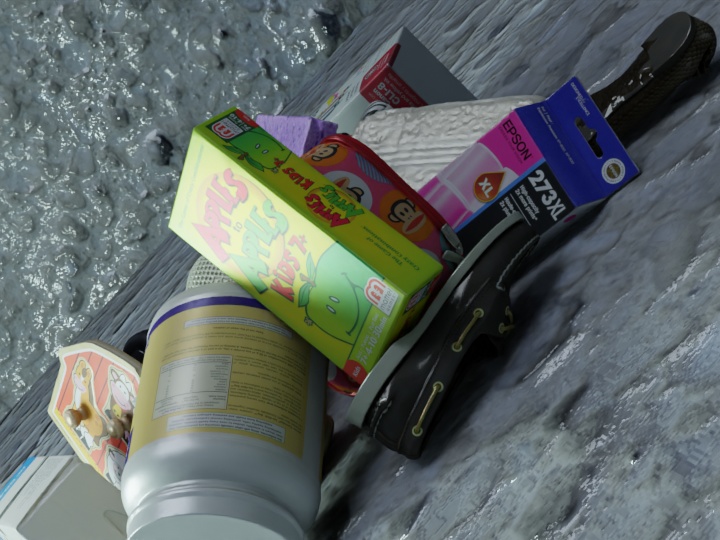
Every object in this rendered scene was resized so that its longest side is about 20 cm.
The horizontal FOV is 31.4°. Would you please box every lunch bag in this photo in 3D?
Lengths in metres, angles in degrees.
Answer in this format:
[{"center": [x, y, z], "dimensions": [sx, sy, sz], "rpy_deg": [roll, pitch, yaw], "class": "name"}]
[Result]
[{"center": [-0.005, 0.009, 1.011], "dimensions": [0.082, 0.176, 0.200], "rpy_deg": [-39, -13, -36], "class": "lunch bag"}]

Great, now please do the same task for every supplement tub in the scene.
[{"center": [-0.099, 0.125, 0.954], "dimensions": [0.145, 0.145, 0.200], "rpy_deg": [-37, 35, 37], "class": "supplement tub"}]

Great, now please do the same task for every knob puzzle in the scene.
[{"center": [-0.243, 0.154, 1.238], "dimensions": [0.030, 0.220, 0.220], "rpy_deg": [-24, -4, -38], "class": "knob puzzle"}]

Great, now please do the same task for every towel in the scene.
[{"center": [0.064, -0.086, 1.111], "dimensions": [0.200, 0.034, 0.133], "rpy_deg": [0, 59, 37], "class": "towel"}]

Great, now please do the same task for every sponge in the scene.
[{"center": [-0.073, -0.088, 1.197], "dimensions": [0.200, 0.030, 0.112], "rpy_deg": [-156, 78, -71], "class": "sponge"}]

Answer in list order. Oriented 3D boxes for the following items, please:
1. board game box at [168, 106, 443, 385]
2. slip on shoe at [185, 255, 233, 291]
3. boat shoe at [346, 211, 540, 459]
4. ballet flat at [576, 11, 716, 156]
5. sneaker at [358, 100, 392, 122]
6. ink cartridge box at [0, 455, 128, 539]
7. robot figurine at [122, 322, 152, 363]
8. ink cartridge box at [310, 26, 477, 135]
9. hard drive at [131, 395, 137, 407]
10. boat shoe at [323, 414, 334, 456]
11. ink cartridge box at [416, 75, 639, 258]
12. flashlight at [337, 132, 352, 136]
[{"center": [-0.045, -0.018, 0.928], "dimensions": [0.048, 0.200, 0.102], "rpy_deg": [-36, -22, -43], "class": "board game box"}, {"center": [-0.098, 0.068, 1.142], "dimensions": [0.074, 0.200, 0.061], "rpy_deg": [-37, -25, 15], "class": "slip on shoe"}, {"center": [0.073, 0.045, 0.914], "dimensions": [0.201, 0.061, 0.072], "rpy_deg": [-50, -15, -18], "class": "boat shoe"}, {"center": [0.210, -0.130, 1.033], "dimensions": [0.200, 0.046, 0.067], "rpy_deg": [-44, 34, 37], "class": "ballet flat"}, {"center": [0.024, -0.065, 1.313], "dimensions": [0.076, 0.115, 0.200], "rpy_deg": [-76, 10, -62], "class": "sneaker"}, {"center": [-0.255, 0.245, 1.171], "dimensions": [0.084, 0.146, 0.200], "rpy_deg": [-51, 13, -21], "class": "ink cartridge box"}, {"center": [-0.158, 0.093, 1.299], "dimensions": [0.200, 0.125, 0.150], "rpy_deg": [-33, 5, -42], "class": "robot figurine"}, {"center": [0.021, -0.134, 1.402], "dimensions": [0.200, 0.145, 0.145], "rpy_deg": [-42, 14, 25], "class": "ink cartridge box"}, {"center": [-0.113, 0.090, 1.213], "dimensions": [0.027, 0.132, 0.200], "rpy_deg": [7, 53, 46], "class": "hard drive"}, {"center": [-0.106, 0.182, 1.045], "dimensions": [0.200, 0.072, 0.072], "rpy_deg": [-46, 14, 1], "class": "boat shoe"}, {"center": [0.112, -0.056, 1.002], "dimensions": [0.200, 0.095, 0.037], "rpy_deg": [-39, -20, 27], "class": "ink cartridge box"}, {"center": [0.050, -0.099, 1.203], "dimensions": [0.200, 0.068, 0.068], "rpy_deg": [2, 30, 24], "class": "flashlight"}]
